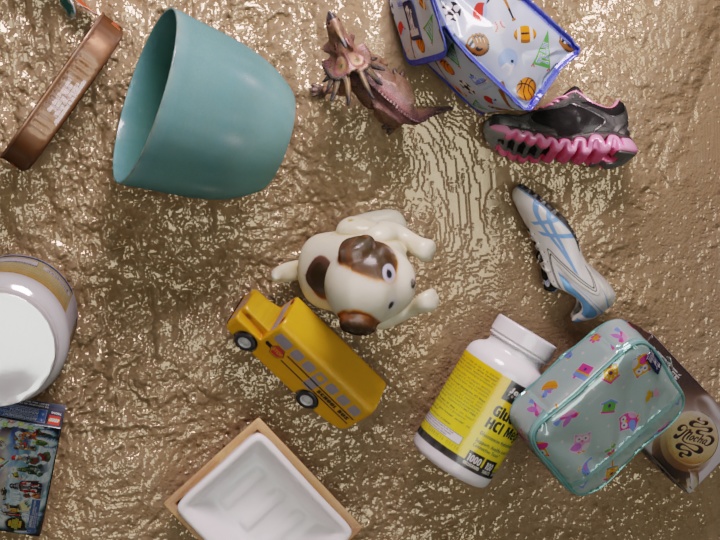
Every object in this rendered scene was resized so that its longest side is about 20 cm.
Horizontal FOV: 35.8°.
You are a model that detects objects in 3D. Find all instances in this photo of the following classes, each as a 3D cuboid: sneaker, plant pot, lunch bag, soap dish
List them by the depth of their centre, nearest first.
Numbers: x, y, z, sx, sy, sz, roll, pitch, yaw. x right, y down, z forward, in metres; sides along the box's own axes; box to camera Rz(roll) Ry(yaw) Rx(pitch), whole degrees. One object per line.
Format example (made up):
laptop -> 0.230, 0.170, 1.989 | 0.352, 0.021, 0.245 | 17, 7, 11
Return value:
plant pot -> -0.169, -0.172, 1.253 | 0.160, 0.200, 0.202 | 16, 96, -24
lunch bag -> 0.126, -0.278, 1.299 | 0.200, 0.170, 0.124 | 41, 85, -15
lunch bag -> 0.295, 0.169, 1.356 | 0.200, 0.077, 0.161 | -40, 118, 0
soap dish -> -0.122, 0.300, 1.393 | 0.157, 0.081, 0.200 | -42, 104, -1
sneaker -> 0.249, -0.185, 1.397 | 0.199, 0.079, 0.096 | 5, 76, -12
sneaker -> 0.248, -0.020, 1.416 | 0.072, 0.072, 0.200 | -35, 100, 6

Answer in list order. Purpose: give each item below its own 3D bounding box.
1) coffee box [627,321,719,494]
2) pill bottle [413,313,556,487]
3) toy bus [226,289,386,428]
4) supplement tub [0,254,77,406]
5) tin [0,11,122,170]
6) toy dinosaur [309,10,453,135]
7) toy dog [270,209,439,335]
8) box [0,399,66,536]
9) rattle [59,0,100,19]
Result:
coffee box -> 0.393, 0.180, 1.469 | 0.113, 0.080, 0.200 | -45, 104, 0
pill bottle -> 0.161, 0.161, 1.406 | 0.112, 0.112, 0.201 | 29, 93, -14
toy bus -> -0.067, 0.103, 1.362 | 0.200, 0.065, 0.078 | 45, 129, -14
supplement tub -> -0.393, 0.066, 1.242 | 0.143, 0.200, 0.146 | -2, 99, -10
tin -> -0.334, -0.199, 1.255 | 0.042, 0.112, 0.200 | 36, 92, -14
toy dinosaur -> 0.021, -0.212, 1.307 | 0.199, 0.136, 0.086 | 29, 93, -14
toy dog -> 0.000, 0.000, 1.304 | 0.193, 0.200, 0.141 | 8, 97, -12
box -> -0.426, 0.225, 1.297 | 0.136, 0.040, 0.201 | 12, 127, -11
rattle -> -0.374, -0.381, 1.242 | 0.142, 0.131, 0.201 | -2, 127, 1
